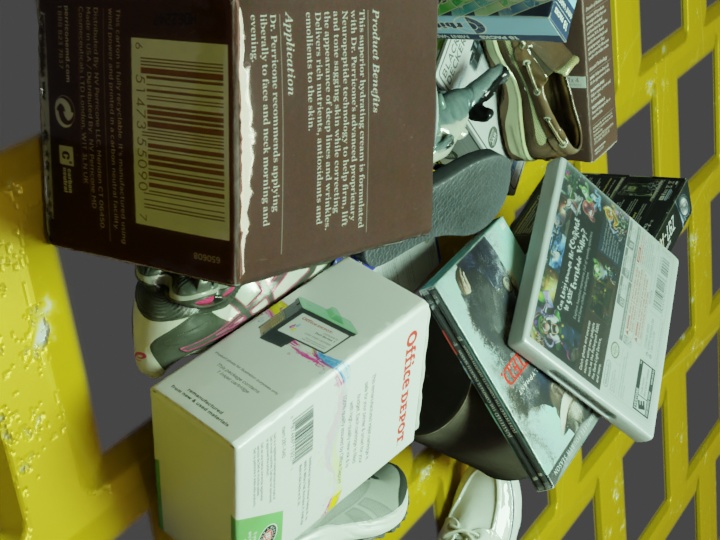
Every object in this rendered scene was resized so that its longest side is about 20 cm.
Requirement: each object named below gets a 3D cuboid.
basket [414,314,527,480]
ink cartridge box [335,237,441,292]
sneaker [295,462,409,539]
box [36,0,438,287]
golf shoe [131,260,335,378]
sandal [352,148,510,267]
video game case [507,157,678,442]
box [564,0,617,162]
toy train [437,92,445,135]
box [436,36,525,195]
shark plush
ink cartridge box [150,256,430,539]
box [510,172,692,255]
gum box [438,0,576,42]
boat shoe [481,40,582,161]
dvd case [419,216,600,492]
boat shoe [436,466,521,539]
[{"bbox_3d":[0.106,0.105,1.200,0.200,0.136,0.181,16,108,-52],"label":"basket"},{"bbox_3d":[0.000,0.000,1.095,0.200,0.039,0.100,-43,131,-44],"label":"ink cartridge box"},{"bbox_3d":[-0.022,0.182,1.067,0.200,0.074,0.080,-10,100,-57],"label":"sneaker"},{"bbox_3d":[-0.072,-0.097,0.825,0.200,0.164,0.167,-16,111,-51],"label":"box"},{"bbox_3d":[-0.093,0.012,0.935,0.200,0.077,0.088,-17,131,-54],"label":"golf shoe"},{"bbox_3d":[0.059,-0.062,1.092,0.200,0.043,0.076,-19,131,-45],"label":"sandal"},{"bbox_3d":[0.215,0.026,1.182,0.182,0.023,0.201,36,54,-29],"label":"video game case"},{"bbox_3d":[0.194,-0.213,1.301,0.075,0.100,0.201,-36,126,-49],"label":"box"},{"bbox_3d":[0.003,-0.173,0.970,0.114,0.085,0.201,52,23,-60],"label":"toy train"},{"bbox_3d":[0.096,-0.167,1.191,0.200,0.060,0.117,49,56,-50],"label":"box"},{"bbox_3d":[0.043,-0.125,1.050,0.199,0.091,0.084,-26,97,-13],"label":"shark plush"},{"bbox_3d":[-0.047,0.103,0.935,0.200,0.084,0.145,-34,142,-38],"label":"ink cartridge box"},{"bbox_3d":[0.231,-0.026,1.342,0.200,0.160,0.044,-53,137,-39],"label":"box"},{"bbox_3d":[0.109,-0.289,1.084,0.045,0.169,0.201,34,68,-56],"label":"gum box"},{"bbox_3d":[0.159,-0.191,1.160,0.075,0.075,0.203,-53,137,-40],"label":"boat shoe"},{"bbox_3d":[0.137,0.068,1.126,0.200,0.022,0.146,60,38,-9],"label":"dvd case"},{"bbox_3d":[0.103,0.278,1.292,0.066,0.072,0.201,26,82,-61],"label":"boat shoe"}]
